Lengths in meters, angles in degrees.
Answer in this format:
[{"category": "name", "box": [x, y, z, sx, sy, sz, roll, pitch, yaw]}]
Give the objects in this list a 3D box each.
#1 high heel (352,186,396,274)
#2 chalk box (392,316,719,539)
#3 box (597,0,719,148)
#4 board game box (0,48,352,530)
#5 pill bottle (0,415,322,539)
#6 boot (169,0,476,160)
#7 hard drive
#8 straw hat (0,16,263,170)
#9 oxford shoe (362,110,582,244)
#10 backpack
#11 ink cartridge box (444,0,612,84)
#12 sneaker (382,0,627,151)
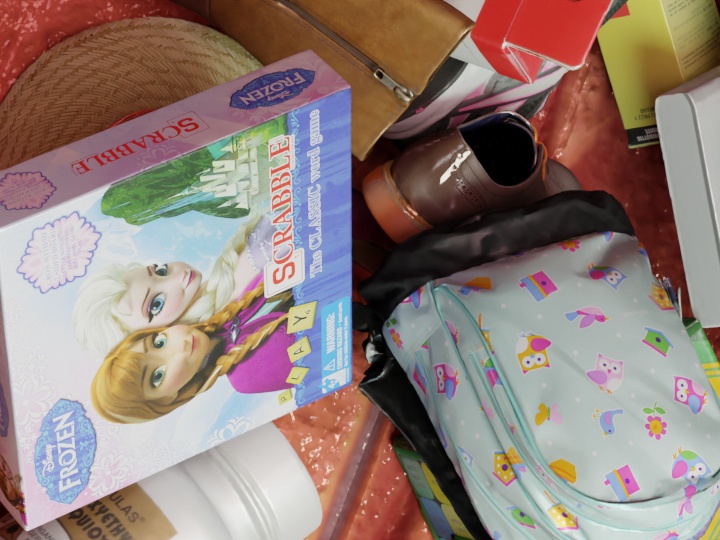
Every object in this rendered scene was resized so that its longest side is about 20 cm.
[{"category": "high heel", "box": [0.000, 0.000, 1.632, 0.200, 0.067, 0.096, 49, 62, -6]}, {"category": "chalk box", "box": [0.108, 0.123, 1.665, 0.200, 0.124, 0.124, -33, 108, -22]}, {"category": "box", "box": [0.159, -0.176, 1.694, 0.075, 0.050, 0.200, -37, 114, -54]}, {"category": "board game box", "box": [-0.096, 0.011, 1.476, 0.199, 0.041, 0.200, -24, 136, -24]}, {"category": "pill bottle", "box": [-0.124, 0.154, 1.556, 0.200, 0.114, 0.114, -35, 108, -20]}, {"category": "boot", "box": [-0.028, -0.176, 1.513, 0.200, 0.188, 0.068, 39, 32, 7]}, {"category": "hard drive", "box": [0.230, -0.057, 1.709, 0.200, 0.026, 0.132, -28, 109, -57]}, {"category": "straw hat", "box": [-0.107, -0.034, 1.537, 0.201, 0.085, 0.201, 0, 90, -7]}, {"category": "oxford shoe", "box": [0.082, -0.046, 1.624, 0.071, 0.073, 0.200, 56, 25, 14]}, {"category": "backpack", "box": [0.102, 0.065, 1.531, 0.167, 0.127, 0.200, -17, 69, -18]}, {"category": "ink cartridge box", "box": [0.055, -0.176, 1.580, 0.116, 0.200, 0.067, -65, 159, -8]}, {"category": "sneaker", "box": [0.090, -0.131, 1.649, 0.200, 0.080, 0.086, -32, 143, 7]}]
